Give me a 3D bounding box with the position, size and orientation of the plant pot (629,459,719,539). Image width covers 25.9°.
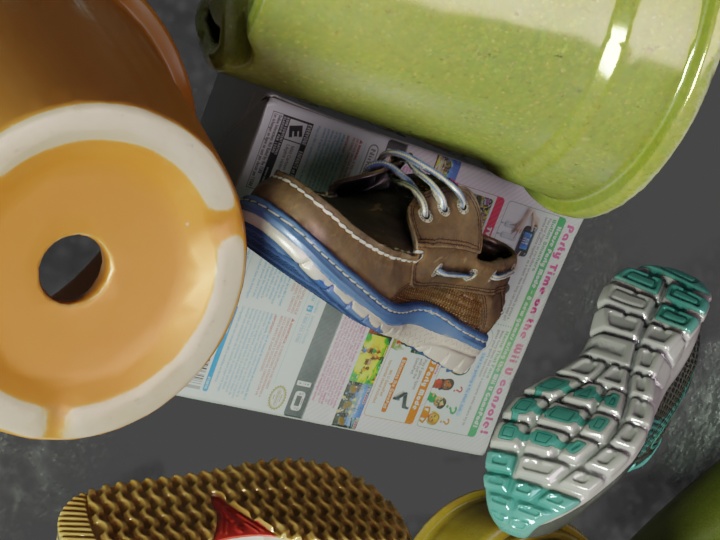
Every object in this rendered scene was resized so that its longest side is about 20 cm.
[{"bbox_3d":[0.253,0.194,0.952,0.192,0.201,0.201,-26,122,-5],"label":"plant pot"}]

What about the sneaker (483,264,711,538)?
[{"bbox_3d":[0.139,0.088,0.872,0.200,0.077,0.092,-44,140,-34],"label":"sneaker"}]

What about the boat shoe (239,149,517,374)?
[{"bbox_3d":[0.012,-0.014,0.679,0.073,0.072,0.200,-57,154,2],"label":"boat shoe"}]

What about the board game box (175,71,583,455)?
[{"bbox_3d":[0.000,0.000,0.782,0.199,0.064,0.148,16,102,-33],"label":"board game box"}]

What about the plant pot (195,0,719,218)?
[{"bbox_3d":[0.032,-0.136,0.683,0.183,0.200,0.202,9,105,-22],"label":"plant pot"}]

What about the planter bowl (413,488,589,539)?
[{"bbox_3d":[0.106,0.215,0.828,0.200,0.083,0.202,11,74,-44],"label":"planter bowl"}]

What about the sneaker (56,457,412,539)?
[{"bbox_3d":[-0.070,0.155,0.806,0.199,0.075,0.090,2,122,-29],"label":"sneaker"}]

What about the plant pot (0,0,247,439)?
[{"bbox_3d":[-0.137,-0.029,0.612,0.199,0.183,0.201,-12,115,-27],"label":"plant pot"}]
